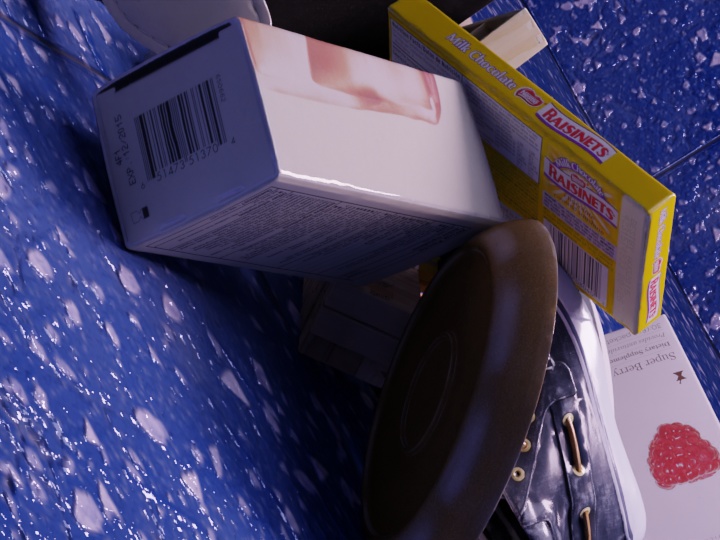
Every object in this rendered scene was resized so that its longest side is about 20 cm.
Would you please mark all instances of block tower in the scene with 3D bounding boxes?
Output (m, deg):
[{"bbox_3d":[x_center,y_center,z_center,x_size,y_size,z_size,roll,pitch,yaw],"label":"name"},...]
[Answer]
[{"bbox_3d":[0.000,0.000,1.435,0.058,0.054,0.200,25,19,-7],"label":"block tower"}]

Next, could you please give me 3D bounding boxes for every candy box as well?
[{"bbox_3d":[0.088,-0.059,1.328,0.200,0.026,0.103,42,-30,29],"label":"candy box"}]

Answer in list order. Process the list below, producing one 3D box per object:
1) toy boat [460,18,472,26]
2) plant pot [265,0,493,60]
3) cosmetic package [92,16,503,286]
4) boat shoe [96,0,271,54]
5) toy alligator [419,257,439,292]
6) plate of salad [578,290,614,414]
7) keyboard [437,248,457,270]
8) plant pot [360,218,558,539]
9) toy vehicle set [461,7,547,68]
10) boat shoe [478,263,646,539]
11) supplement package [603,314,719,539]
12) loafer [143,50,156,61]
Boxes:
[{"bbox_3d":[0.024,-0.117,1.767,0.131,0.130,0.201,101,-26,-57],"label":"toy boat"},{"bbox_3d":[-0.053,-0.214,1.501,0.201,0.199,0.177,61,24,11],"label":"plant pot"},{"bbox_3d":[-0.028,-0.056,1.241,0.200,0.103,0.088,11,60,-55],"label":"cosmetic package"},{"bbox_3d":[-0.122,-0.169,1.265,0.200,0.072,0.060,37,2,8],"label":"boat shoe"},{"bbox_3d":[0.062,-0.020,1.483,0.054,0.060,0.200,22,-11,-7],"label":"toy alligator"},{"bbox_3d":[0.103,0.065,1.451,0.200,0.048,0.202,174,-90,-77],"label":"plate of salad"},{"bbox_3d":[0.045,0.080,1.382,0.104,0.039,0.202,19,70,-75],"label":"keyboard"},{"bbox_3d":[0.043,0.065,1.241,0.027,0.201,0.200,20,24,-14],"label":"plant pot"},{"bbox_3d":[0.033,-0.110,1.548,0.027,0.124,0.200,54,-11,-9],"label":"toy vehicle set"},{"bbox_3d":[0.087,0.081,1.333,0.091,0.071,0.201,-28,99,-41],"label":"boat shoe"},{"bbox_3d":[0.189,0.154,1.639,0.120,0.120,0.201,78,-9,-52],"label":"supplement package"},{"bbox_3d":[-0.055,-0.095,1.447,0.070,0.070,0.200,63,13,22],"label":"loafer"}]
